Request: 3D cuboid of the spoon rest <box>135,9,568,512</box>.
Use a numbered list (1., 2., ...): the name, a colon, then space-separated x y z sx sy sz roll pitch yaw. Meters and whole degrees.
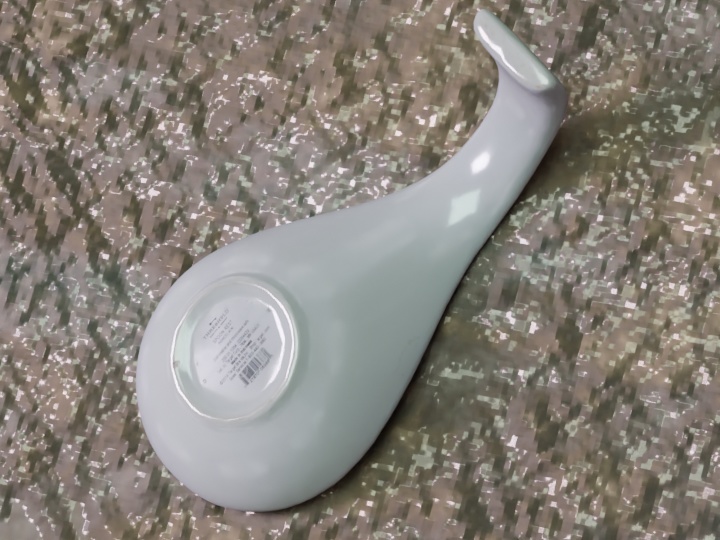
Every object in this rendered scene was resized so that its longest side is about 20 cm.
1. spoon rest: 0.000 0.000 1.025 0.200 0.061 0.099 -47 64 12
